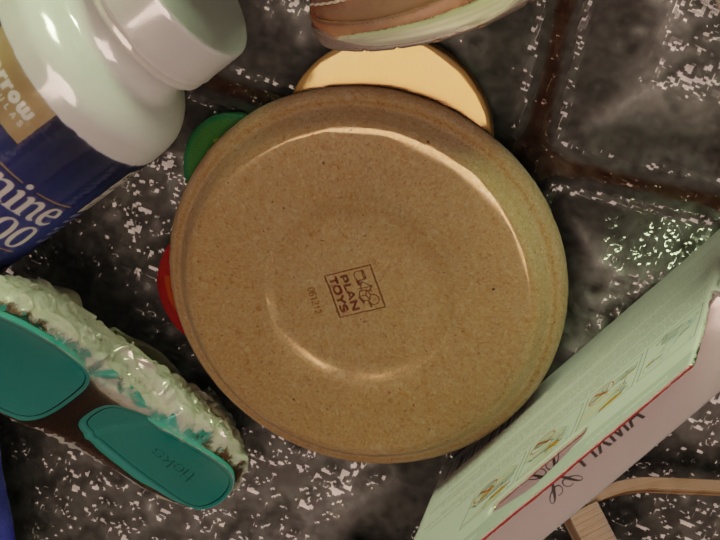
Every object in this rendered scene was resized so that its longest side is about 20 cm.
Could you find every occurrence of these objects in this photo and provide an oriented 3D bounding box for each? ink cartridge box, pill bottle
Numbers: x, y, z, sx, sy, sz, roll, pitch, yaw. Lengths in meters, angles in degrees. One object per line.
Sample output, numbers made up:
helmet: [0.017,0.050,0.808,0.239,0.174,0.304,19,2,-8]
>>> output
ink cartridge box: [0.103,0.079,1.244,0.044,0.174,0.200,44,114,-7]
pill bottle: [-0.152,-0.077,1.265,0.200,0.111,0.111,-35,102,22]

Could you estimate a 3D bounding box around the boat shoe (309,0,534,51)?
boat shoe: [0.067,-0.155,1.213,0.199,0.076,0.072,-20,104,9]

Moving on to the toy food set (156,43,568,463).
toy food set: [0.000,0.000,1.301,0.197,0.049,0.200,-30,104,22]

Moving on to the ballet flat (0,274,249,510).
ballet flat: [-0.134,0.048,1.312,0.072,0.072,0.200,-36,127,23]

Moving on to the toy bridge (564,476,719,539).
toy bridge: [0.116,0.140,1.303,0.199,0.027,0.067,-26,83,-7]

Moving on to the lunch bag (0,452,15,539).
lunch bag: [-0.265,0.108,1.363,0.199,0.124,0.171,0,112,20]

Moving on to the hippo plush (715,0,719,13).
hippo plush: [0.258,-0.139,1.120,0.199,0.159,0.161,19,122,4]
